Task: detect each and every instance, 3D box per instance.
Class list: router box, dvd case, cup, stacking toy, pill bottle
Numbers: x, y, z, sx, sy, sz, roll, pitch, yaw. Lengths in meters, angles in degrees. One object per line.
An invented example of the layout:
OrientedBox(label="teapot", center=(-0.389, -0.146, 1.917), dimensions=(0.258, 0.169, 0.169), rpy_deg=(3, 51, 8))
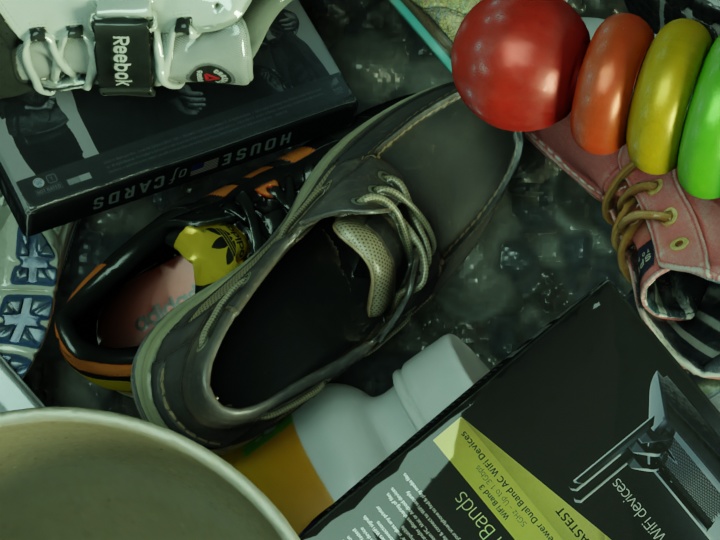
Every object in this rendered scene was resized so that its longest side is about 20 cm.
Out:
OrientedBox(label="router box", center=(0.092, 0.130, 0.915), dimensions=(0.157, 0.052, 0.200), rpy_deg=(-38, 86, -8))
OrientedBox(label="dvd case", center=(-0.111, -0.120, 1.030), dimensions=(0.150, 0.025, 0.200), rpy_deg=(-20, 64, -21))
OrientedBox(label="cup", center=(-0.098, 0.157, 0.876), dimensions=(0.200, 0.143, 0.201), rpy_deg=(-1, 79, 3))
OrientedBox(label="stacking toy", center=(0.130, -0.061, 0.918), dimensions=(0.199, 0.085, 0.086), rpy_deg=(18, 89, 14))
OrientedBox(label="pill bottle", center=(-0.020, 0.116, 1.001), dimensions=(0.200, 0.111, 0.111), rpy_deg=(-37, 78, 7))

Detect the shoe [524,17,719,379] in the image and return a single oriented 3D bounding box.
OrientedBox(label="shoe", center=(0.122, -0.027, 0.974), dimensions=(0.200, 0.072, 0.091), rpy_deg=(30, 52, 22))

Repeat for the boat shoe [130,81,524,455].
OrientedBox(label="boat shoe", center=(0.000, 0.000, 0.966), dimensions=(0.200, 0.073, 0.075), rpy_deg=(-47, 105, -19))

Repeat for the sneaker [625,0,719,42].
OrientedBox(label="sneaker", center=(0.199, -0.103, 0.993), dimensions=(0.199, 0.074, 0.081), rpy_deg=(20, 67, 17))

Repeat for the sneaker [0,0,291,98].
OrientedBox(label="sneaker", center=(-0.085, -0.100, 0.952), dimensions=(0.200, 0.074, 0.089), rpy_deg=(-30, 69, -9))

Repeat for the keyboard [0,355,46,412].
OrientedBox(label="keyboard", center=(-0.191, 0.026, 1.007), dimensions=(0.056, 0.011, 0.200), rpy_deg=(-42, 86, 4))

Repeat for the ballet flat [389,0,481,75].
OrientedBox(label="ballet flat", center=(0.012, -0.149, 1.023), dimensions=(0.071, 0.071, 0.200), rpy_deg=(-47, 54, 5))

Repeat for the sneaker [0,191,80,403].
OrientedBox(label="sneaker", center=(-0.151, -0.011, 1.058), dimensions=(0.077, 0.085, 0.200), rpy_deg=(24, 81, 3))

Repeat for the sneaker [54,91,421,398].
OrientedBox(label="sneaker", center=(-0.037, -0.009, 1.027), dimensions=(0.200, 0.090, 0.070), rpy_deg=(-32, 79, 8))

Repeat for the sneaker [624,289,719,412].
OrientedBox(label="sneaker", center=(0.175, 0.063, 0.983), dimensions=(0.199, 0.074, 0.081), rpy_deg=(17, 85, 12))
